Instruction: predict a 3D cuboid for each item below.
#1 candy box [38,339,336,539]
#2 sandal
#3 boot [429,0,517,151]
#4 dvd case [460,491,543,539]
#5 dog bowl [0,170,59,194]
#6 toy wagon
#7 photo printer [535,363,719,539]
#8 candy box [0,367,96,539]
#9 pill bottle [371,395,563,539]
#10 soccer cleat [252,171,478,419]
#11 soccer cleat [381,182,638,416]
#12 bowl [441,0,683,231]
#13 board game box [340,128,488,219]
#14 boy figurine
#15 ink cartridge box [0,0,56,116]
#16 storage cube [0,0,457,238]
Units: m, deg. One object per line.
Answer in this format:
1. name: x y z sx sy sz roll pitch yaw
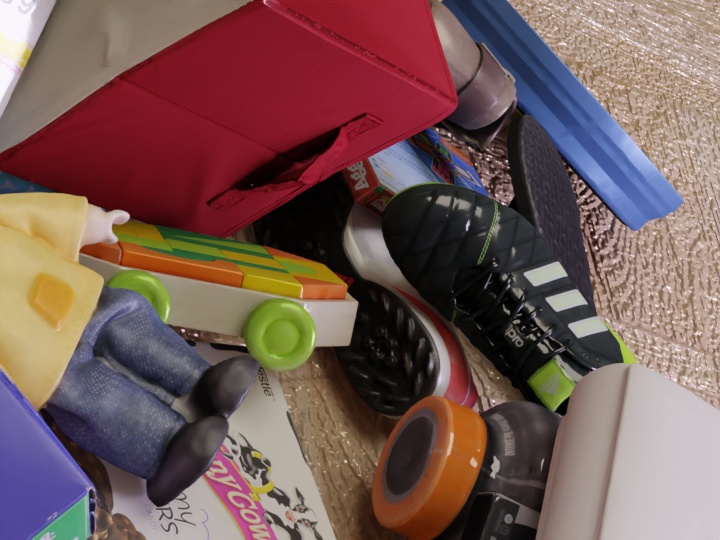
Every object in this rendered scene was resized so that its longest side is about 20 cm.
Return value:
1. candy box: -0.112 0.111 1.003 0.199 0.072 0.168 8 47 -39
2. sandal: 0.103 0.012 1.299 0.075 0.045 0.201 -15 94 -64
3. boot: 0.026 -0.128 1.335 0.146 0.070 0.200 40 3 -1
4. dvd case: 0.117 0.213 1.087 0.199 0.025 0.151 27 74 -22
5. dog bowl: -0.188 -0.111 1.161 0.111 0.049 0.201 38 30 -39
6. toy wagon: -0.104 0.003 1.080 0.199 0.040 0.155 12 7 -14
7. photo printer: 0.152 0.160 1.038 0.166 0.069 0.201 34 44 -15
8. candy box: -0.225 0.086 0.835 0.200 0.077 0.169 -38 80 -16
9. pill bottle: 0.105 0.133 1.159 0.199 0.106 0.107 26 38 -22
10. soccer cleat: 0.000 0.000 1.246 0.073 0.068 0.201 24 32 -58
11. soccer cleat: 0.088 0.029 1.194 0.200 0.067 0.081 42 21 -26
12. bowl: 0.121 -0.105 1.409 0.201 0.039 0.201 47 6 -7
13. board game box: 0.031 -0.054 1.295 0.200 0.019 0.103 30 31 -57
14. boy figurine: -0.141 0.011 0.957 0.200 0.064 0.125 37 55 -10
15. ink cartridge box: -0.223 -0.113 0.986 0.087 0.201 0.145 20 -7 41
16. storage cube: -0.085 -0.141 1.120 0.179 0.170 0.201 20 48 -57
